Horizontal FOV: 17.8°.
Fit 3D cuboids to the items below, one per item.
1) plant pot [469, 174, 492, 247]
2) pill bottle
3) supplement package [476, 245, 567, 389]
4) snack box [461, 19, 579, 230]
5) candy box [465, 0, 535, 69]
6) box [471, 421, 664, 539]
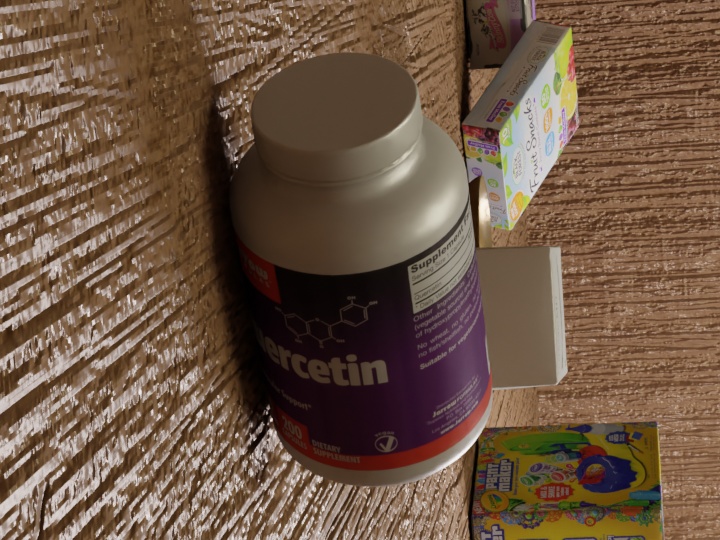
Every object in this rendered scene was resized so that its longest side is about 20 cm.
[{"bbox_3d":[0.119,0.001,2.373,0.200,0.027,0.200,-3,90,-84],"label":"plant pot"},{"bbox_3d":[0.000,0.000,1.091,0.113,0.112,0.200,-85,168,-50],"label":"pill bottle"},{"bbox_3d":[0.111,0.039,1.932,0.200,0.117,0.117,-7,94,-82],"label":"supplement package"},{"bbox_3d":[0.180,-0.162,2.548,0.200,0.053,0.142,-55,146,-39],"label":"snack box"},{"bbox_3d":[0.163,-0.333,2.674,0.200,0.071,0.168,-66,153,-73],"label":"candy box"},{"bbox_3d":[0.218,0.257,2.381,0.200,0.192,0.122,-78,163,-67],"label":"box"}]
